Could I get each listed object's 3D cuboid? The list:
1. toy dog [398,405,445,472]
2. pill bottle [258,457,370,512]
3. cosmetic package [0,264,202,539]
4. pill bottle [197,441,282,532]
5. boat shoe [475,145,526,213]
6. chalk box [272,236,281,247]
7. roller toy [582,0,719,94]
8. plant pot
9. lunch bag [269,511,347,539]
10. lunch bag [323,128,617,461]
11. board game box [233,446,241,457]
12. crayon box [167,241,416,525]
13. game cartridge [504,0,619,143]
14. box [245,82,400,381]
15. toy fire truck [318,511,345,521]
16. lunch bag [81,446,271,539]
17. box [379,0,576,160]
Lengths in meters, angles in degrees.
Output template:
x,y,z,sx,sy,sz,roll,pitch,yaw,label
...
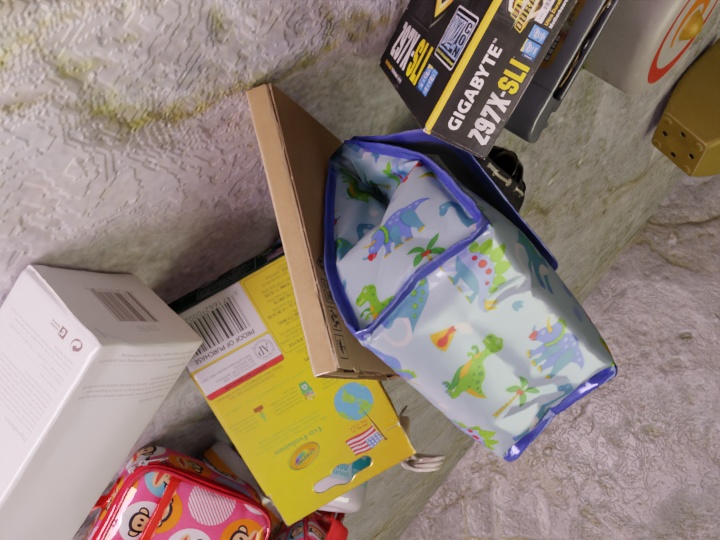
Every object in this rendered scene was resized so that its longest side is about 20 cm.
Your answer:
x,y,z,sx,sy,sz,roll,pitch,yaw,label
0.017,0.191,1.019,0.131,0.097,0.200,-3,176,-15,toy dog
-0.037,0.144,0.859,0.111,0.110,0.201,69,28,-67,pill bottle
-0.209,0.102,0.548,0.200,0.081,0.113,-53,160,10,cosmetic package
-0.184,0.293,0.882,0.200,0.116,0.117,-45,160,-15,pill bottle
0.134,-0.096,0.826,0.060,0.074,0.200,-51,160,22,boat shoe
0.000,0.000,0.753,0.200,0.124,0.125,-54,161,9,chalk box
0.301,-0.291,0.869,0.182,0.140,0.201,-32,152,-43,roller toy
0.716,-0.309,1.681,0.200,0.194,0.196,-36,157,-12,plant pot
-0.078,0.333,0.870,0.176,0.082,0.200,-47,-174,2,lunch bag
0.061,0.001,0.570,0.127,0.200,0.170,-42,121,7,lunch bag
-0.065,0.165,1.014,0.200,0.046,0.152,-27,150,-47,board game box
-0.056,0.089,0.656,0.126,0.201,0.051,-28,-165,-1,crayon box
0.130,-0.218,0.637,0.041,0.133,0.201,-8,128,-62,game cartridge
-0.019,-0.019,0.603,0.021,0.201,0.163,-18,166,15,box
-0.066,0.289,1.175,0.200,0.111,0.169,87,22,-63,toy fire truck
-0.196,0.271,0.768,0.201,0.176,0.082,-63,-162,-2,lunch bag
0.080,-0.180,0.547,0.160,0.049,0.200,-63,-162,21,box
